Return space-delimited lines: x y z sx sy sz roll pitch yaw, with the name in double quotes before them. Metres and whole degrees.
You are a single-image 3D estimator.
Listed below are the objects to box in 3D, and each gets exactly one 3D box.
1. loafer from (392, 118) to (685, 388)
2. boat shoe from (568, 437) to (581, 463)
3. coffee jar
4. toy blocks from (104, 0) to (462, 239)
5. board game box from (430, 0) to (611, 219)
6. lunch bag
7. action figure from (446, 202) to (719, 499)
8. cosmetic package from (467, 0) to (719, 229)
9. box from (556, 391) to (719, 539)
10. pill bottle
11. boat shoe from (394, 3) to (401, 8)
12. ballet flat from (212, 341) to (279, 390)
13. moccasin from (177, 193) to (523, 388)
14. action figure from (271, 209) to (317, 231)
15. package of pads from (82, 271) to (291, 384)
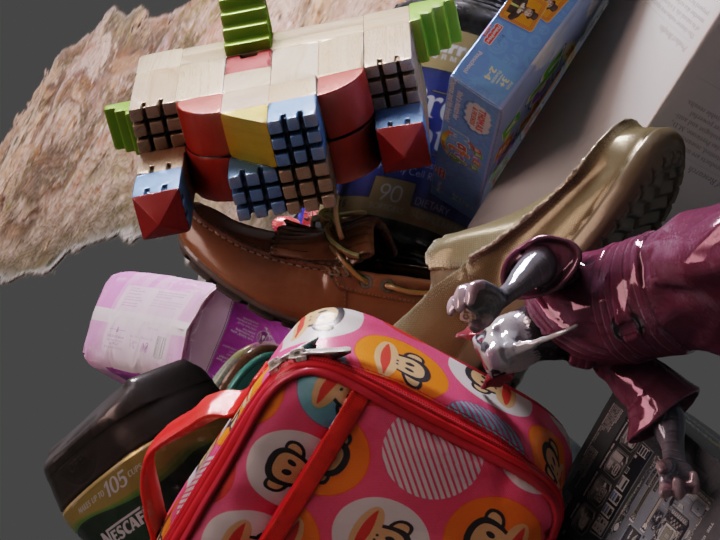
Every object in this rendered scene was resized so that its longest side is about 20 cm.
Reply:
"loafer" 0.069 0.000 1.087 0.067 0.076 0.200 47 109 18
"boat shoe" 0.065 0.101 1.215 0.200 0.062 0.073 -167 60 -76
"coffee jar" -0.079 0.151 1.206 0.104 0.085 0.200 -41 75 39
"toy blocks" -0.041 -0.076 1.219 0.137 0.199 0.100 -92 -10 -63
"board game box" 0.108 -0.135 1.216 0.200 0.037 0.151 -53 -10 -17
"lunch bag" -0.016 0.118 1.074 0.200 0.176 0.082 -59 6 27
"action figure" 0.124 0.003 0.986 0.199 0.134 0.149 -13 38 36
"cosmetic package" 0.146 -0.064 1.161 0.200 0.081 0.113 -59 24 16
"box" 0.114 0.166 1.033 0.201 0.051 0.158 -62 22 6
"pill bottle" 0.050 -0.085 1.342 0.112 0.112 0.201 -13 55 61
"boat shoe" 0.043 -0.137 1.454 0.200 0.066 0.075 -57 17 5
"ballet flat" -0.078 0.136 1.298 0.071 0.069 0.201 10 94 63
"moccasin" -0.001 0.000 1.236 0.074 0.201 0.078 -15 -57 -69
"action figure" -0.030 -0.026 1.460 0.200 0.051 0.066 141 144 -73
"package of pads" -0.091 0.055 1.488 0.200 0.120 0.076 5 71 66
